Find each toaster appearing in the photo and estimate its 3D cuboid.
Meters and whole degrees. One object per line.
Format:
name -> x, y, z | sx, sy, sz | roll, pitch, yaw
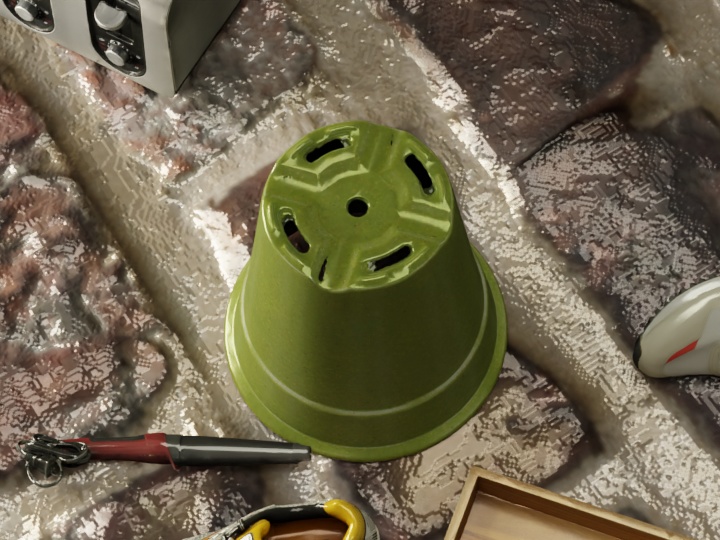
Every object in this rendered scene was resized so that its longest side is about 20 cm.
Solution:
toaster -> -0.165, -0.255, 1.610 | 0.180, 0.119, 0.200 | 27, 67, 14

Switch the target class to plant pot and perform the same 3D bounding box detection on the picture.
plant pot -> 0.000, 0.000, 1.437 | 0.199, 0.190, 0.201 | -1, 64, 2

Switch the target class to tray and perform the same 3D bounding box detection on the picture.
tray -> 0.150, 0.207, 1.414 | 0.199, 0.037, 0.099 | 17, 66, 11

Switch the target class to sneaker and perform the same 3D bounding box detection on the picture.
sneaker -> -0.085, 0.191, 1.404 | 0.199, 0.082, 0.078 | -19, 64, -7
sneaker -> 0.287, 0.047, 1.469 | 0.199, 0.070, 0.094 | -16, 58, -9

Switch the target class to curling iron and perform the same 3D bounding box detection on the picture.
curling iron -> -0.133, 0.127, 1.466 | 0.199, 0.026, 0.050 | 0, 26, -2
